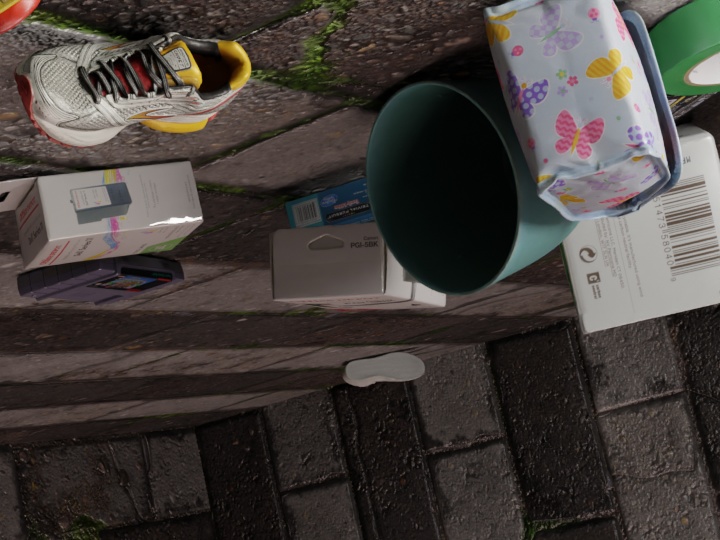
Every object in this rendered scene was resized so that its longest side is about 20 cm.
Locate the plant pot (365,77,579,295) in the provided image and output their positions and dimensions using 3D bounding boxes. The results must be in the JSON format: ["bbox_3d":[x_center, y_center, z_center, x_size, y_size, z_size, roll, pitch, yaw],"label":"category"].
[{"bbox_3d":[0.130,-0.093,1.370,0.161,0.201,0.200,-18,176,-39],"label":"plant pot"}]

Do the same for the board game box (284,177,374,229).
[{"bbox_3d":[0.018,-0.070,1.756,0.150,0.047,0.200,-16,170,19],"label":"board game box"}]

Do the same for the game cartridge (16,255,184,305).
[{"bbox_3d":[-0.325,0.012,1.822,0.129,0.039,0.200,-12,171,23],"label":"game cartridge"}]

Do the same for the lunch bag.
[{"bbox_3d":[0.197,-0.142,1.222,0.127,0.170,0.200,-18,166,14],"label":"lunch bag"}]

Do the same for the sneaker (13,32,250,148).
[{"bbox_3d":[-0.165,-0.144,1.051,0.082,0.078,0.200,-27,172,42],"label":"sneaker"}]

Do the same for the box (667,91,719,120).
[{"bbox_3d":[0.263,-0.168,1.512,0.160,0.049,0.200,-12,171,-21],"label":"box"}]

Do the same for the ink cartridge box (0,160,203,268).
[{"bbox_3d":[-0.270,-0.052,1.418,0.199,0.068,0.117,-8,170,-26],"label":"ink cartridge box"}]

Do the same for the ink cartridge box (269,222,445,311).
[{"bbox_3d":[0.000,0.000,1.676,0.146,0.083,0.200,-3,174,23],"label":"ink cartridge box"}]

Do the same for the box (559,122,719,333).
[{"bbox_3d":[0.334,-0.054,1.710,0.199,0.200,0.171,-13,-172,9],"label":"box"}]

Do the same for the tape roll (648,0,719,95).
[{"bbox_3d":[0.371,-0.222,1.345,0.199,0.048,0.200,-12,170,-2],"label":"tape roll"}]

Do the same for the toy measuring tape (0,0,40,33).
[{"bbox_3d":[-0.184,-0.191,0.808,0.200,0.074,0.074,-32,167,7],"label":"toy measuring tape"}]

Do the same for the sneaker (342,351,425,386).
[{"bbox_3d":[0.053,0.245,3.537,0.199,0.074,0.116,-1,170,-9],"label":"sneaker"}]
